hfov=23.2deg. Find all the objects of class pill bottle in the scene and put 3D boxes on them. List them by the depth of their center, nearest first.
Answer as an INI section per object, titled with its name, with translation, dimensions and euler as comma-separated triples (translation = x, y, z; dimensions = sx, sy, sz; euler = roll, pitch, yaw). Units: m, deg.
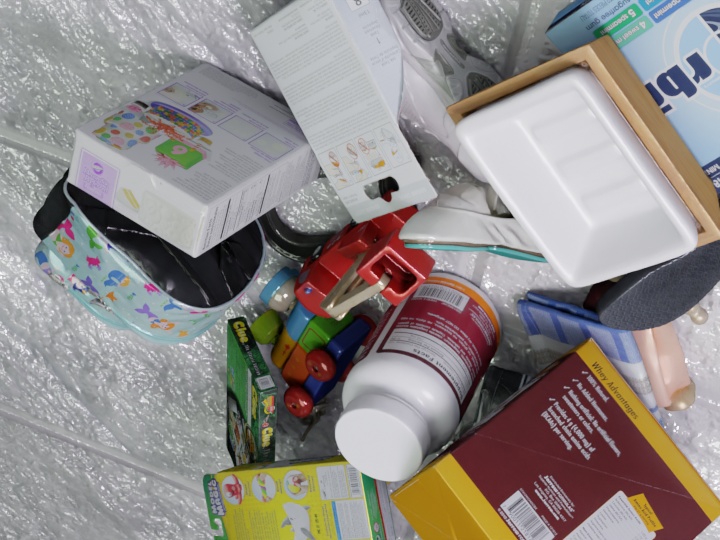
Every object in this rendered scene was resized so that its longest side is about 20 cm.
[pill bottle]
translation = 0.051, 0.100, 1.640
dimensions = 0.113, 0.200, 0.113
euler = 14, 130, 17

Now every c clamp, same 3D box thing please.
[c clamp]
translation = -0.023, -0.077, 1.663
dimensions = 0.200, 0.027, 0.171
euler = -8, 126, 29

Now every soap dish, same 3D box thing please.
[soap dish]
translation = 0.189, -0.091, 1.452
dimensions = 0.157, 0.081, 0.200
euler = -21, 114, 44

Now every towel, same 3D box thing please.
[towel]
translation = 0.224, 0.118, 1.648
dimensions = 0.147, 0.024, 0.200
euler = 18, 137, 50

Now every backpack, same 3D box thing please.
[backpack]
translation = -0.198, -0.028, 1.679
dimensions = 0.200, 0.178, 0.151
euler = 39, 133, -3

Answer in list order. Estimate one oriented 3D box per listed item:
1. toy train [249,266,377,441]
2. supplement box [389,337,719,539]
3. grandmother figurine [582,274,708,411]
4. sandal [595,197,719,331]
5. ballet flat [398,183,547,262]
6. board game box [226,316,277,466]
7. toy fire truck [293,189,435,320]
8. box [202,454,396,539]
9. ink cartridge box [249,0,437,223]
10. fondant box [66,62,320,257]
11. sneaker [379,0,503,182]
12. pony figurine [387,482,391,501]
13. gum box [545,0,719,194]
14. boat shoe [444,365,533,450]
[toy train]
translation = -0.071, 0.089, 1.783
dimensions = 0.116, 0.085, 0.200
euler = 44, 141, 11
[supplement box]
translation = 0.175, 0.208, 1.580
dimensions = 0.197, 0.200, 0.133
euler = 52, 156, 5
[grandmother figurine]
translation = 0.254, 0.040, 1.593
dimensions = 0.121, 0.061, 0.200
euler = -11, 123, 22
[sandal]
translation = 0.287, -0.018, 1.511
dimensions = 0.200, 0.043, 0.076
euler = -40, 135, 15
[ballet flat]
translation = 0.104, -0.045, 1.530
dimensions = 0.069, 0.200, 0.070
euler = -4, 84, 41
[board game box]
translation = -0.112, 0.152, 1.795
dimensions = 0.023, 0.105, 0.200
euler = -11, 138, -16
[toy fire truck]
translation = 0.000, 0.000, 1.603
dimensions = 0.049, 0.141, 0.200
euler = 40, 132, -14
[box]
translation = -0.063, 0.244, 1.720
dimensions = 0.200, 0.048, 0.118
euler = -9, 92, 31
[ink cartridge box]
translation = -0.002, -0.148, 1.508
dimensions = 0.200, 0.050, 0.162
euler = 59, 154, -7
[fondant box]
translation = -0.141, -0.103, 1.560
dimensions = 0.144, 0.200, 0.058
euler = 30, 125, 18
[sneaker]
translation = 0.059, -0.157, 1.534
dimensions = 0.099, 0.078, 0.200
euler = -26, 102, 45
[pony figurine]
translation = -0.017, 0.254, 1.824
dimensions = 0.166, 0.193, 0.200
euler = 27, 113, 1
[gum box]
translation = 0.279, -0.170, 1.426
dimensions = 0.200, 0.045, 0.170
euler = 47, 131, -11
[boat shoe]
translation = 0.120, 0.178, 1.751
dimensions = 0.068, 0.074, 0.200
euler = 21, 131, 5
